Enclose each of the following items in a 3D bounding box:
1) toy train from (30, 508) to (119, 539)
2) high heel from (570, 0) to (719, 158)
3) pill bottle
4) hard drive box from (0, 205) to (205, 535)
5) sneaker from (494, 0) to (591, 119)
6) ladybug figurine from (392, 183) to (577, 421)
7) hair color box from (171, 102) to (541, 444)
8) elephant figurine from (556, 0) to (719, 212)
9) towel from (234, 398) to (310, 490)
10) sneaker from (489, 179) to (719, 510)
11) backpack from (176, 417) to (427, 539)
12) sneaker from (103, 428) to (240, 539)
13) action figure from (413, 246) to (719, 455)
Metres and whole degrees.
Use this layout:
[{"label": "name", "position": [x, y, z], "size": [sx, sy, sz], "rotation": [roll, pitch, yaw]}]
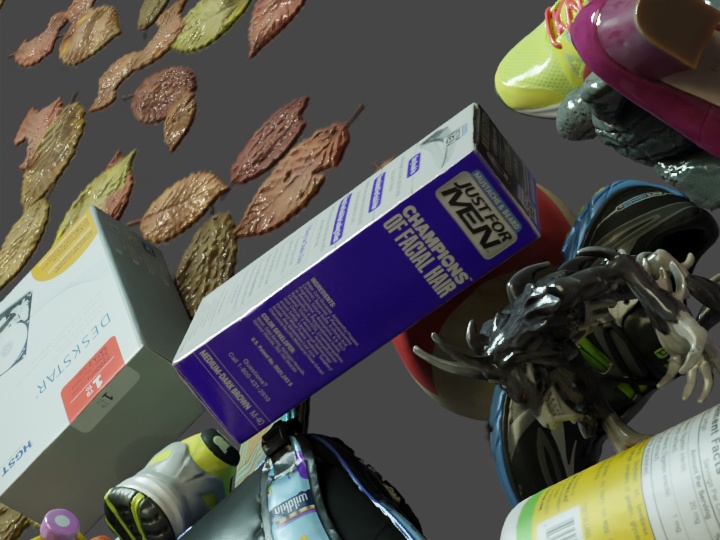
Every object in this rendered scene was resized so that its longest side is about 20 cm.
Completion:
[{"label": "toy train", "position": [-0.207, 0.226, 1.097], "size": [0.200, 0.150, 0.056], "rotation": [-37, 66, -25]}, {"label": "high heel", "position": [0.196, -0.076, 0.881], "size": [0.067, 0.200, 0.096], "rotation": [-53, 12, -8]}, {"label": "pill bottle", "position": [0.171, 0.115, 0.785], "size": [0.200, 0.111, 0.111], "rotation": [-31, 40, 28]}, {"label": "hard drive box", "position": [-0.200, 0.071, 1.291], "size": [0.156, 0.077, 0.200], "rotation": [-46, 35, 10]}, {"label": "sneaker", "position": [0.153, -0.170, 1.083], "size": [0.200, 0.090, 0.078], "rotation": [-34, 40, 27]}, {"label": "ladybug figurine", "position": [0.065, 0.003, 1.045], "size": [0.136, 0.072, 0.200], "rotation": [-45, 34, 10]}, {"label": "hair color box", "position": [0.000, 0.000, 0.963], "size": [0.200, 0.065, 0.109], "rotation": [-37, 12, 14]}, {"label": "elephant figurine", "position": [0.183, -0.104, 0.979], "size": [0.200, 0.155, 0.142], "rotation": [-47, 67, 26]}, {"label": "towel", "position": [-0.055, 0.088, 1.096], "size": [0.147, 0.022, 0.200], "rotation": [117, 163, -49]}, {"label": "sneaker", "position": [0.130, 0.045, 0.929], "size": [0.083, 0.071, 0.200], "rotation": [13, 75, 43]}, {"label": "backpack", "position": [-0.022, 0.199, 0.900], "size": [0.183, 0.135, 0.200], "rotation": [-43, 35, -6]}, {"label": "sneaker", "position": [-0.102, 0.159, 1.051], "size": [0.076, 0.075, 0.200], "rotation": [-41, -12, -23]}, {"label": "action figure", "position": [0.132, 0.032, 0.838], "size": [0.200, 0.119, 0.102], "rotation": [-20, 75, -15]}]
